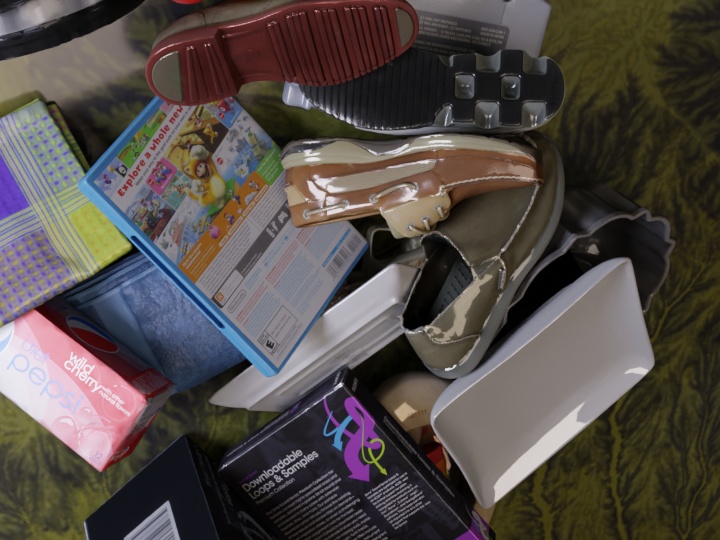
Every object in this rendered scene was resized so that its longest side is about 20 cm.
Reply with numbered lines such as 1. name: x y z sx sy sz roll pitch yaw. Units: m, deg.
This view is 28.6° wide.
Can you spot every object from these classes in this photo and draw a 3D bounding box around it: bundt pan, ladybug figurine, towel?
1. bundt pan: 0.161 0.009 1.168 0.200 0.076 0.203 -26 143 -22
2. ladybug figurine: 0.051 0.172 1.233 0.134 0.072 0.202 -13 116 -12
3. towel: -0.165 0.045 1.089 0.198 0.049 0.113 -26 95 3
4. towel: -0.278 -0.026 1.002 0.198 0.023 0.145 -27 76 -16

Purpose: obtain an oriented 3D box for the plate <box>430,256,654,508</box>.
1. plate: 0.148 0.090 1.149 0.199 0.032 0.200 -40 146 -6

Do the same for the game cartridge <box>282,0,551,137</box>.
1. game cartridge: 0.046 -0.180 1.099 0.197 0.042 0.135 7 106 -21

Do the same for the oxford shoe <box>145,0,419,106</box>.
1. oxford shoe: -0.057 -0.177 1.017 0.197 0.075 0.071 -7 131 3

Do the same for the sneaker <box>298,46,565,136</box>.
1. sneaker: 0.051 -0.130 1.064 0.197 0.089 0.075 8 84 3

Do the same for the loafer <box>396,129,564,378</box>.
1. loafer: 0.090 -0.019 1.062 0.069 0.075 0.202 30 80 -43

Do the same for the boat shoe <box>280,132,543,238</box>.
1. boat shoe: 0.037 -0.060 1.043 0.197 0.076 0.075 0 88 19

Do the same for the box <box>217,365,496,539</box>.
1. box: -0.002 0.193 1.174 0.142 0.036 0.200 -35 106 21

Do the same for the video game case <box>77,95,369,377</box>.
1. video game case: -0.096 -0.040 1.051 0.200 0.018 0.144 46 56 -16

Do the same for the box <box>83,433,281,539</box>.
1. box: -0.109 0.276 1.153 0.124 0.200 0.197 -40 119 2

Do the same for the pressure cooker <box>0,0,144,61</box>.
1. pressure cooker: -0.236 -0.251 0.897 0.175 0.177 0.202 -36 124 -36

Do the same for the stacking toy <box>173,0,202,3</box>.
1. stacking toy: -0.054 -0.230 0.998 0.197 0.086 0.086 -13 118 11

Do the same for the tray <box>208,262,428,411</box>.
1. tray: -0.019 0.062 1.125 0.199 0.022 0.107 -36 159 22

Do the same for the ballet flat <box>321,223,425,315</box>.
1. ballet flat: 0.000 0.000 1.149 0.198 0.070 0.066 -19 110 -19

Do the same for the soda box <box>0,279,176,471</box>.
1. soda box: -0.238 0.057 1.037 0.199 0.063 0.070 37 99 6
